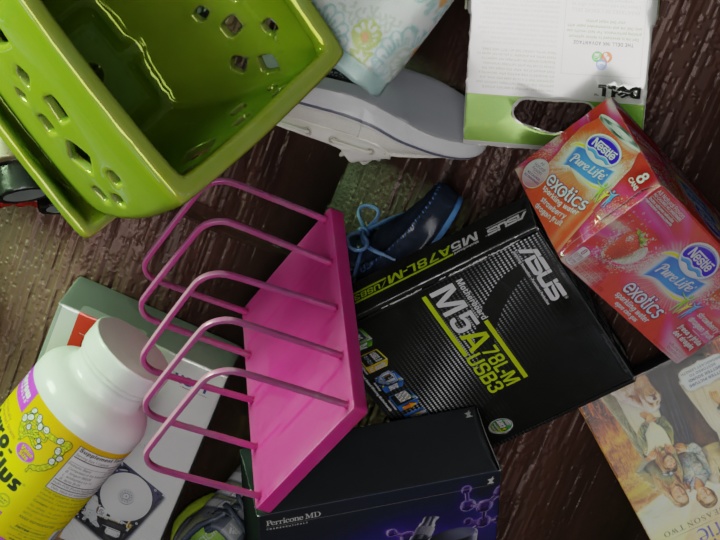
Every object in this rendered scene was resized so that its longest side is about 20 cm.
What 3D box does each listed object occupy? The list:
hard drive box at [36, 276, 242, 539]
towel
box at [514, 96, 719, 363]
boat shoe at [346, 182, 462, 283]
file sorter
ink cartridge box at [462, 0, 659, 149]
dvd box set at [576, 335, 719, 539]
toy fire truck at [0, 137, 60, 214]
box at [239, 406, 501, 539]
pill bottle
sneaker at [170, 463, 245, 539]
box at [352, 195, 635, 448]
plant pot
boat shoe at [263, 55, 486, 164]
[{"bbox_3d":[-0.210,0.131,1.525,0.155,0.077,0.201,23,108,-1],"label":"hard drive box"},{"bbox_3d":[-0.014,-0.253,1.320,0.199,0.048,0.172,38,101,2],"label":"towel"},{"bbox_3d":[0.216,-0.027,1.363,0.095,0.100,0.200,-36,138,16],"label":"box"},{"bbox_3d":[0.000,0.000,1.458,0.069,0.084,0.200,41,105,-3],"label":"boat shoe"},{"bbox_3d":[-0.092,0.051,1.367,0.125,0.201,0.139,20,131,-27],"label":"file sorter"},{"bbox_3d":[0.154,-0.198,1.382,0.146,0.076,0.202,4,109,5],"label":"ink cartridge box"},{"bbox_3d":[0.288,0.161,1.498,0.145,0.029,0.201,-26,102,14],"label":"dvd box set"},{"bbox_3d":[-0.312,-0.094,1.427,0.198,0.176,0.130,-14,80,18],"label":"toy fire truck"},{"bbox_3d":[0.007,0.200,1.457,0.198,0.079,0.142,-10,130,-10],"label":"box"},{"bbox_3d":[-0.241,0.132,1.434,0.104,0.104,0.200,40,107,-6],"label":"pill bottle"},{"bbox_3d":[-0.091,0.202,1.529,0.074,0.081,0.200,41,107,-7],"label":"sneaker"},{"bbox_3d":[0.096,0.057,1.441,0.192,0.048,0.200,-24,130,15],"label":"box"},{"bbox_3d":[-0.167,-0.153,1.281,0.200,0.200,0.181,52,145,-10],"label":"plant pot"},{"bbox_3d":[0.003,-0.121,1.435,0.198,0.071,0.070,15,135,-2],"label":"boat shoe"}]
